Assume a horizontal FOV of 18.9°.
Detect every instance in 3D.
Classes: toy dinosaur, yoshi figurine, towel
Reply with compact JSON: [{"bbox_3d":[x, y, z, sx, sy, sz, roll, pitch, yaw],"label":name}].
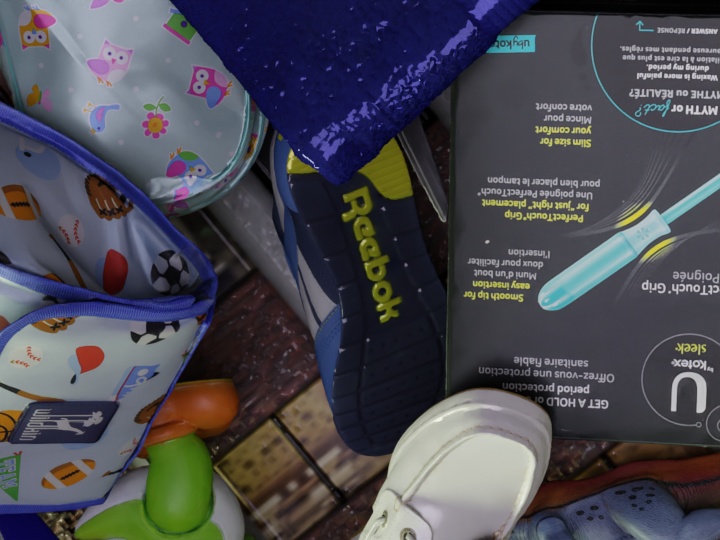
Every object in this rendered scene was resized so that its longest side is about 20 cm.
[{"bbox_3d":[0.120,0.132,1.113,0.181,0.105,0.201,21,70,14],"label":"toy dinosaur"},{"bbox_3d":[-0.066,0.157,1.095,0.112,0.112,0.201,-13,78,41],"label":"yoshi figurine"},{"bbox_3d":[0.018,-0.152,0.951,0.200,0.050,0.148,-42,75,13],"label":"towel"}]

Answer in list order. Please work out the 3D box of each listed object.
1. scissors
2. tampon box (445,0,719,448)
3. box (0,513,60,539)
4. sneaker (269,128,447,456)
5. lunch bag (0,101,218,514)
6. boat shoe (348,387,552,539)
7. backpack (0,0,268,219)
[{"bbox_3d":[0.001,-0.109,1.042,0.073,0.014,0.201,-4,65,0],"label":"scissors"},{"bbox_3d":[0.121,-0.030,1.033,0.149,0.126,0.201,3,102,10],"label":"tampon box"},{"bbox_3d":[-0.249,0.177,1.059,0.184,0.200,0.105,43,128,29],"label":"box"},{"bbox_3d":[0.000,0.000,1.093,0.074,0.082,0.201,-17,118,-13],"label":"sneaker"},{"bbox_3d":[-0.180,0.020,1.004,0.199,0.124,0.170,26,133,-7],"label":"lunch bag"},{"bbox_3d":[0.033,0.136,1.018,0.071,0.069,0.200,21,132,-9],"label":"boat shoe"},{"bbox_3d":[-0.116,-0.125,1.054,0.166,0.127,0.201,-9,103,8],"label":"backpack"}]
